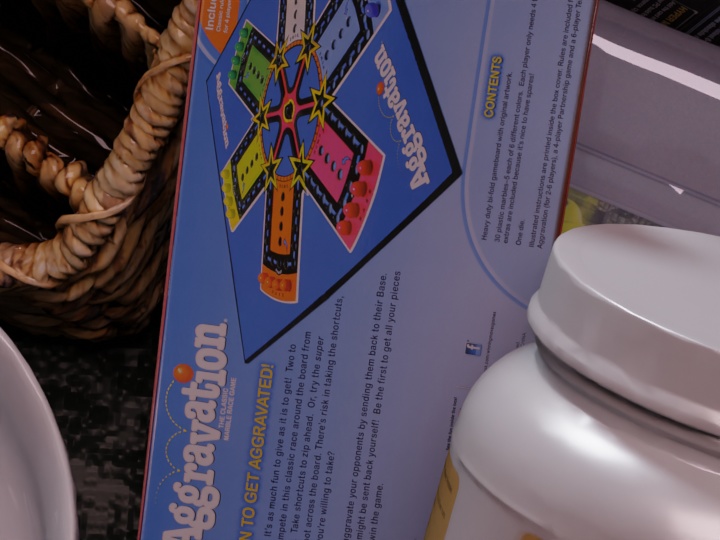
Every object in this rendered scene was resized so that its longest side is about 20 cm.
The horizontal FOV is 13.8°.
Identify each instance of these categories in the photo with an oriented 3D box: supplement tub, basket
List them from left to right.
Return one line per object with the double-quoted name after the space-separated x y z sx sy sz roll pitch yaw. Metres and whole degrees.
-0.129 -0.081 0.857 0.200 0.149 0.143 36 82 15 "basket"
0.081 0.102 0.754 0.144 0.145 0.200 16 105 3 "supplement tub"

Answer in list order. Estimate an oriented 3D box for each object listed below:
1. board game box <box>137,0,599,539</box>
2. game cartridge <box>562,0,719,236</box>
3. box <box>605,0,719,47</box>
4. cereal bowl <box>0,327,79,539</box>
0.000 0.000 0.793 0.103 0.201 0.019 8 20 0 "board game box"
0.041 0.019 0.851 0.133 0.041 0.200 22 92 2 "game cartridge"
0.124 -0.095 0.850 0.157 0.200 0.050 25 65 -13 "box"
-0.177 0.087 0.820 0.199 0.083 0.201 2 64 -5 "cereal bowl"
